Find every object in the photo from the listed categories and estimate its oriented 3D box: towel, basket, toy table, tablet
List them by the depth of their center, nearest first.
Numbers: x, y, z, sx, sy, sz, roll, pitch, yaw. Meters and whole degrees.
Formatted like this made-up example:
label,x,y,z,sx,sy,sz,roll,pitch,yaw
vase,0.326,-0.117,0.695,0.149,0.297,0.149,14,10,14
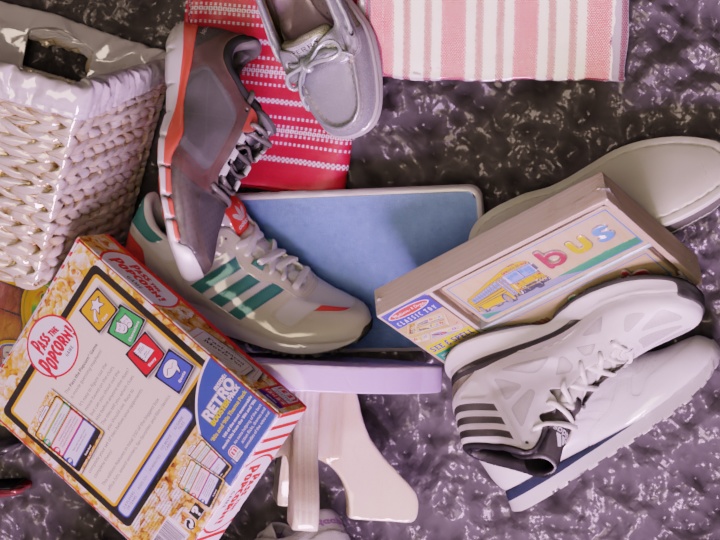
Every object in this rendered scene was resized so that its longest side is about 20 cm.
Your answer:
label,x,y,z,sx,sy,sz,roll,pitch,yaw
towel,0.097,-0.212,1.469,0.198,0.030,0.148,2,102,7
basket,-0.268,-0.100,1.492,0.197,0.200,0.162,17,106,11
toy table,-0.042,0.123,1.496,0.198,0.184,0.118,4,91,4
towel,-0.069,-0.159,1.524,0.143,0.022,0.202,9,102,11
tablet,0.000,0.000,1.532,0.198,0.014,0.131,-2,109,14

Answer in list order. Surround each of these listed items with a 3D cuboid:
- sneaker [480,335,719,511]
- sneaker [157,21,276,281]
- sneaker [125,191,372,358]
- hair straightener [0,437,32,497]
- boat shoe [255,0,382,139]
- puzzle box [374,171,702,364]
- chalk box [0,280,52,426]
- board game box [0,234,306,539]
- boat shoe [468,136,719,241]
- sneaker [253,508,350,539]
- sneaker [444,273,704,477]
label,x,y,z,sx,sy,sz,roll,pitch,yaw
sneaker,0.172,0.097,1.488,0.199,0.076,0.081,-34,81,16
sneaker,-0.102,-0.091,1.465,0.081,0.077,0.202,0,72,1
sneaker,-0.085,-0.002,1.506,0.198,0.070,0.094,15,115,11
hair straightener,-0.365,0.151,1.649,0.198,0.041,0.078,-5,99,19
boat shoe,-0.044,-0.190,1.461,0.074,0.065,0.203,-15,94,32
puzzle box,0.126,0.011,1.442,0.199,0.026,0.133,-28,137,28
chalk box,-0.258,0.043,1.553,0.199,0.124,0.125,18,104,10
board game box,-0.157,0.094,1.431,0.200,0.046,0.152,40,108,16
boat shoe,0.179,-0.037,1.466,0.200,0.060,0.073,-20,56,13
sneaker,-0.070,0.260,1.584,0.200,0.075,0.100,-37,49,31
sneaker,0.157,0.085,1.425,0.199,0.076,0.116,-22,52,22
